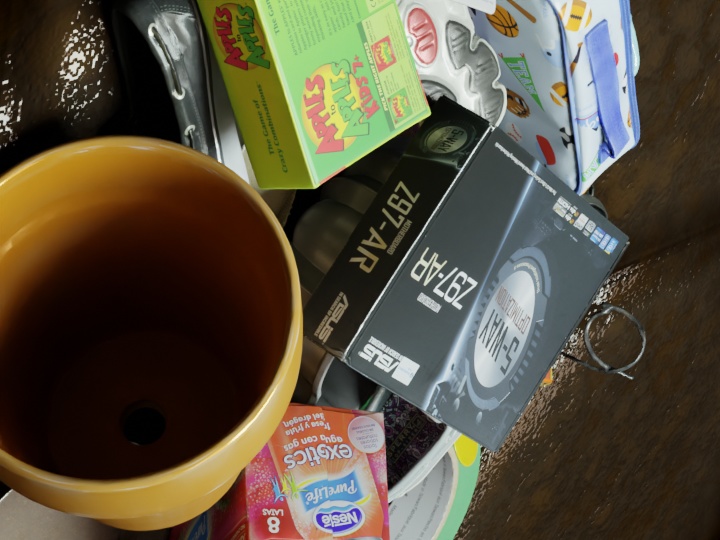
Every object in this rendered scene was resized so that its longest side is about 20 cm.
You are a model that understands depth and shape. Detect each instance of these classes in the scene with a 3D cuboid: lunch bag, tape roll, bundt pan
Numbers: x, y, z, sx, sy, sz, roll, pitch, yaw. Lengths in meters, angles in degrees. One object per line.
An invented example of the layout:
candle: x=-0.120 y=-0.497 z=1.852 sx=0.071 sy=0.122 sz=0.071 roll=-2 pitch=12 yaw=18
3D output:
lunch bag: x=0.102 y=-0.143 z=1.505 sx=0.076 sy=0.160 sz=0.201 roll=-42 pitch=145 yaw=-21
tape roll: x=0.003 y=0.172 z=1.754 sx=0.200 sy=0.048 sz=0.201 roll=-35 pitch=143 yaw=-32
bundt pan: x=0.000 y=0.000 z=1.538 sx=0.202 sy=0.076 sz=0.202 roll=-51 pitch=167 yaw=-17

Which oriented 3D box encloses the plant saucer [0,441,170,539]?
plant saucer: x=-0.198 y=0.185 z=1.502 sx=0.200 sy=0.032 sz=0.201 roll=-35 pitch=143 yaw=-32

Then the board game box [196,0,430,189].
board game box: x=-0.037 y=-0.156 z=1.320 sx=0.101 sy=0.047 sz=0.201 roll=-34 pitch=114 yaw=-39

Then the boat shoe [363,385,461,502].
boat shoe: x=0.050 y=0.076 z=1.581 sx=0.201 sy=0.070 sz=0.071 roll=-58 pitch=172 yaw=25

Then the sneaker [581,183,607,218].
sneaker: x=0.152 y=-0.064 z=1.702 sx=0.201 sy=0.099 sz=0.071 roll=-56 pitch=147 yaw=-4

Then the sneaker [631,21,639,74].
sneaker: x=0.141 y=-0.189 z=1.592 sx=0.074 sy=0.082 sz=0.200 roll=-53 pitch=148 yaw=-7

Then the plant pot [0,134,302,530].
plant pot: x=-0.127 y=0.056 z=1.355 sx=0.200 sy=0.200 sz=0.184 roll=-47 pitch=162 yaw=-16

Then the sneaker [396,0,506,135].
sneaker: x=0.018 y=-0.162 z=1.433 sx=0.080 sy=0.083 sz=0.201 roll=-25 pitch=113 yaw=-28

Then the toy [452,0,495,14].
toy: x=0.032 y=-0.250 z=1.359 sx=0.115 sy=0.047 sz=0.202 roll=9 pitch=83 yaw=-53

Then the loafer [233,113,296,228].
loafer: x=-0.048 y=-0.088 z=1.432 sx=0.075 sy=0.068 sz=0.201 roll=-19 pitch=132 yaw=-45

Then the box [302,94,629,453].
box: x=0.064 y=0.006 z=1.458 sx=0.161 sy=0.043 sz=0.200 roll=-57 pitch=144 yaw=-1

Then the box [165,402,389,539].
box: x=-0.057 y=0.167 z=1.519 sx=0.095 sy=0.100 sz=0.200 roll=6 pitch=150 yaw=-18

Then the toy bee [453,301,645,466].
toy bee: x=0.089 y=0.070 z=1.677 sx=0.109 sy=0.198 sz=0.132 roll=41 pitch=66 yaw=-78

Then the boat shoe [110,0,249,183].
boat shoe: x=-0.105 y=-0.079 z=1.372 sx=0.056 sy=0.069 sz=0.201 roll=-28 pitch=132 yaw=-29
